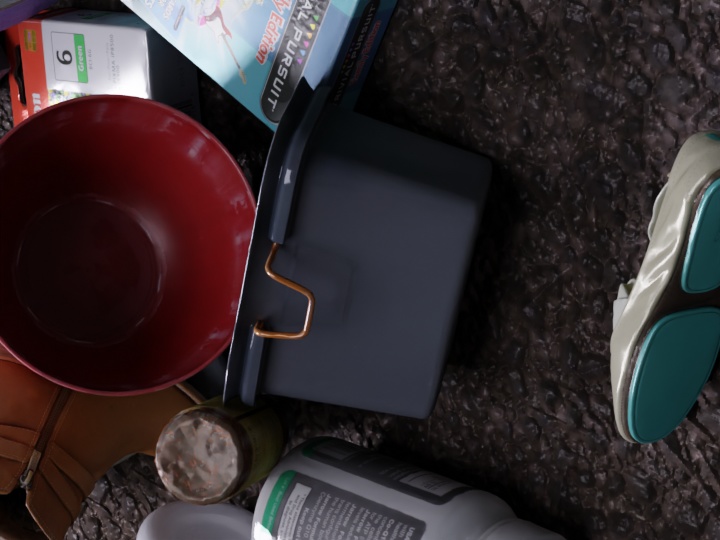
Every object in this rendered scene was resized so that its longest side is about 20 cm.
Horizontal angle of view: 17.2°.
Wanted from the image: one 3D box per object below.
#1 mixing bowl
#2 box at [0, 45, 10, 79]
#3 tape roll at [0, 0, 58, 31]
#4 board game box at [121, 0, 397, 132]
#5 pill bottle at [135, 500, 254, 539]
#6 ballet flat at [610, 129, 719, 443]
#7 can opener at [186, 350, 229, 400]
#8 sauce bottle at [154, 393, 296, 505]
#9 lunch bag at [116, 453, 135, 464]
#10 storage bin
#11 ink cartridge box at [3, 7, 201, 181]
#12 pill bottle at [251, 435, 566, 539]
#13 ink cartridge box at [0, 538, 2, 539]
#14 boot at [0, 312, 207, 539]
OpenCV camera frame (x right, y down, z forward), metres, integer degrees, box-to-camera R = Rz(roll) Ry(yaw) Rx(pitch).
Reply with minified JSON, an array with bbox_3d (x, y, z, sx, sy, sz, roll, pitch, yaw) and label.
[{"bbox_3d":[-0.173,-0.008,1.591,0.201,0.200,0.108,66,161,4],"label":"mixing bowl"},{"bbox_3d":[-0.384,-0.142,1.751,0.132,0.200,0.115,-36,79,53],"label":"box"},{"bbox_3d":[-0.241,-0.237,1.600,0.200,0.200,0.066,-44,74,41],"label":"tape roll"},{"bbox_3d":[-0.070,-0.198,1.564,0.200,0.047,0.151,41,128,25],"label":"board game box"},{"bbox_3d":[-0.126,0.274,1.725,0.112,0.112,0.201,35,125,29],"label":"pill bottle"},{"bbox_3d":[0.185,0.007,1.398,0.069,0.069,0.201,35,123,29],"label":"ballet flat"},{"bbox_3d":[-0.152,0.014,1.699,0.067,0.053,0.201,-26,97,11],"label":"can opener"},{"bbox_3d":[-0.082,0.113,1.580,0.066,0.200,0.066,0,91,12],"label":"sauce bottle"},{"bbox_3d":[-0.268,0.067,1.765,0.200,0.117,0.165,14,129,59],"label":"lunch bag"},{"bbox_3d":[0.000,0.000,1.494,0.134,0.146,0.201,13,117,4],"label":"storage bin"},{"bbox_3d":[-0.201,-0.130,1.703,0.199,0.050,0.109,9,111,39],"label":"ink cartridge box"},{"bbox_3d":[0.035,0.187,1.550,0.200,0.113,0.114,17,115,38],"label":"pill bottle"},{"bbox_3d":[-0.341,0.126,1.727,0.145,0.084,0.201,-4,116,60],"label":"ink cartridge box"},{"bbox_3d":[-0.187,0.125,1.613,0.200,0.156,0.077,32,131,-24],"label":"boot"}]
